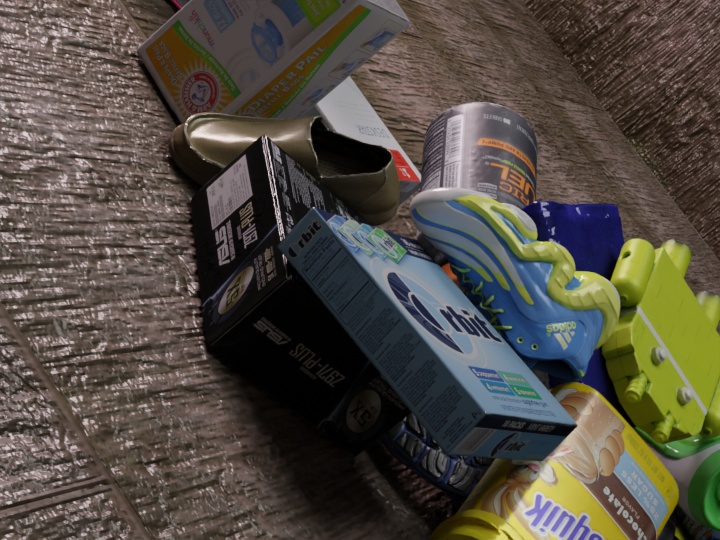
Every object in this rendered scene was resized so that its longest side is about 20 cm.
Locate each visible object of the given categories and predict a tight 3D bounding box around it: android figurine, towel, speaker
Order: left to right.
[{"bbox_3d":[0.189,0.041,1.490,0.147,0.049,0.201,0,78,-53],"label":"towel"},{"bbox_3d":[0.267,0.065,1.505,0.183,0.041,0.200,56,38,-19],"label":"android figurine"},{"bbox_3d":[0.288,0.162,1.597,0.088,0.089,0.200,40,0,-30],"label":"speaker"}]

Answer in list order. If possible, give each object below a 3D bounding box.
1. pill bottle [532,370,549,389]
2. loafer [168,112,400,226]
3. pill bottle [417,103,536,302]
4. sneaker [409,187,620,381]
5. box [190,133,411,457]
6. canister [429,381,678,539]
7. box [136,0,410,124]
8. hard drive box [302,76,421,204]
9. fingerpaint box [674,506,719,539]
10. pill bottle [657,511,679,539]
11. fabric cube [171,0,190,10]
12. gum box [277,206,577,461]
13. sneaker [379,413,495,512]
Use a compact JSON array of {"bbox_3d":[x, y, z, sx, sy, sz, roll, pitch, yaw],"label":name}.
[{"bbox_3d":[0.196,0.086,1.760,0.109,0.109,0.200,52,18,4],"label":"pill bottle"},{"bbox_3d":[-0.058,-0.097,1.437,0.199,0.068,0.076,12,45,-9],"label":"loafer"},{"bbox_3d":[0.103,-0.044,1.549,0.106,0.106,0.201,39,40,-33],"label":"pill bottle"},{"bbox_3d":[0.116,0.018,1.358,0.199,0.076,0.106,29,61,-17],"label":"sneaker"},{"bbox_3d":[-0.041,0.017,1.348,0.164,0.086,0.201,39,21,-31],"label":"box"},{"bbox_3d":[0.150,0.196,1.328,0.149,0.086,0.200,48,45,-6],"label":"canister"},{"bbox_3d":[-0.076,-0.202,1.511,0.113,0.200,0.101,59,20,19],"label":"box"},{"bbox_3d":[-0.045,-0.142,1.674,0.201,0.077,0.156,55,18,11],"label":"hard drive box"},{"bbox_3d":[0.347,0.248,1.643,0.167,0.199,0.073,61,6,28],"label":"fingerpaint box"},{"bbox_3d":[0.207,0.212,1.542,0.200,0.106,0.106,46,18,-17],"label":"pill bottle"},{"bbox_3d":[-0.115,-0.366,1.743,0.196,0.200,0.199,47,18,-8],"label":"fabric cube"},{"bbox_3d":[0.050,0.049,1.254,0.200,0.045,0.170,50,17,24],"label":"gum box"},{"bbox_3d":[0.088,0.167,1.408,0.199,0.078,0.076,34,54,-21],"label":"sneaker"}]
